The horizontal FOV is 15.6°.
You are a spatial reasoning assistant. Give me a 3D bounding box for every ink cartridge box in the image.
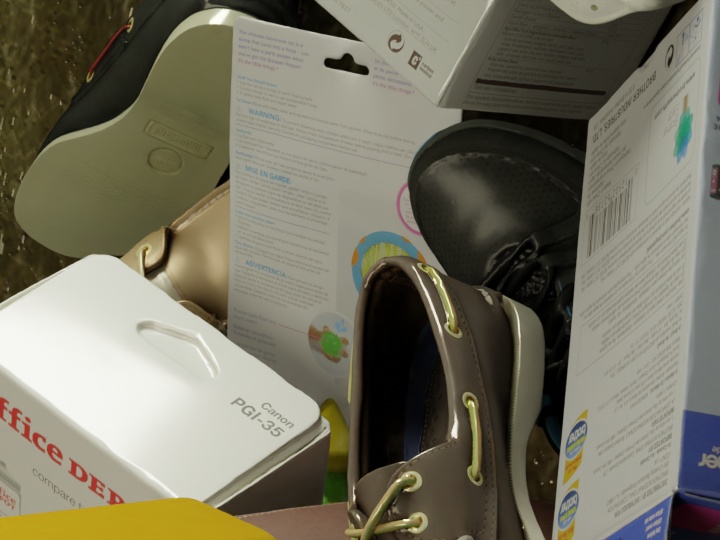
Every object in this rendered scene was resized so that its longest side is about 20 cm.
[{"bbox_3d":[-0.097,0.116,1.105,0.146,0.083,0.201,34,136,29],"label":"ink cartridge box"},{"bbox_3d":[0.099,0.023,0.836,0.119,0.042,0.201,128,153,-66],"label":"ink cartridge box"}]

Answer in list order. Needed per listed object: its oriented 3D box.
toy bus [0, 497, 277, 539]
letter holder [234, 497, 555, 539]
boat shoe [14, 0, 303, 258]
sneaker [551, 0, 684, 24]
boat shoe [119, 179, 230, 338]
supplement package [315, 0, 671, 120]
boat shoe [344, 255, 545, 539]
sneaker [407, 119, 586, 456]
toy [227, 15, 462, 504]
[{"bbox_3d":[-0.115,0.123,0.831,0.065,0.199,0.079,21,105,40],"label":"toy bus"},{"bbox_3d":[-0.007,0.139,1.002,0.142,0.199,0.101,14,100,41],"label":"letter holder"},{"bbox_3d":[-0.089,-0.071,1.168,0.201,0.073,0.063,-43,27,44],"label":"boat shoe"},{"bbox_3d":[0.105,-0.118,0.855,0.200,0.070,0.081,16,106,40],"label":"sneaker"},{"bbox_3d":[-0.089,0.025,1.161,0.200,0.069,0.074,-48,61,31],"label":"boat shoe"},{"bbox_3d":[0.074,-0.170,0.984,0.110,0.113,0.201,43,115,32],"label":"supplement package"},{"bbox_3d":[0.024,0.079,0.881,0.072,0.059,0.201,-38,33,38],"label":"boat shoe"},{"bbox_3d":[0.086,0.022,0.971,0.200,0.082,0.073,47,118,14],"label":"sneaker"},{"bbox_3d":[0.000,0.000,1.088,0.115,0.047,0.201,15,110,32],"label":"toy"}]
